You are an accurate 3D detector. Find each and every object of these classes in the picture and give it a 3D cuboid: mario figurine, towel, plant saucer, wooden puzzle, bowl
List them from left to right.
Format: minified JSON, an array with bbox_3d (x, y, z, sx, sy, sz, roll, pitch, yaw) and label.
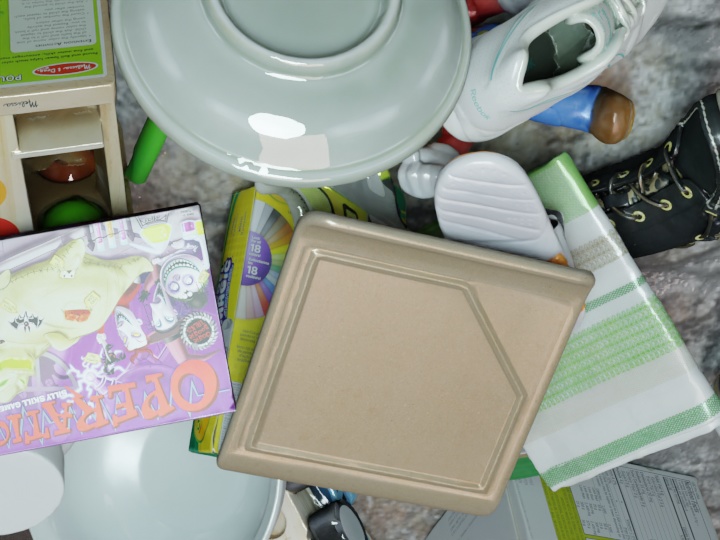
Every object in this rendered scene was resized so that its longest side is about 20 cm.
[{"bbox_3d":[-0.129,0.140,1.267,0.200,0.202,0.090,-30,165,16],"label":"bowl"},{"bbox_3d":[-0.034,-0.143,0.977,0.199,0.201,0.050,-2,156,-11],"label":"plant saucer"},{"bbox_3d":[0.024,0.058,1.101,0.184,0.037,0.201,12,122,-15],"label":"wooden puzzle"},{"bbox_3d":[0.074,-0.116,1.091,0.199,0.124,0.106,-2,147,-17],"label":"mario figurine"},{"bbox_3d":[0.132,0.035,1.184,0.149,0.031,0.201,-28,96,37],"label":"towel"}]

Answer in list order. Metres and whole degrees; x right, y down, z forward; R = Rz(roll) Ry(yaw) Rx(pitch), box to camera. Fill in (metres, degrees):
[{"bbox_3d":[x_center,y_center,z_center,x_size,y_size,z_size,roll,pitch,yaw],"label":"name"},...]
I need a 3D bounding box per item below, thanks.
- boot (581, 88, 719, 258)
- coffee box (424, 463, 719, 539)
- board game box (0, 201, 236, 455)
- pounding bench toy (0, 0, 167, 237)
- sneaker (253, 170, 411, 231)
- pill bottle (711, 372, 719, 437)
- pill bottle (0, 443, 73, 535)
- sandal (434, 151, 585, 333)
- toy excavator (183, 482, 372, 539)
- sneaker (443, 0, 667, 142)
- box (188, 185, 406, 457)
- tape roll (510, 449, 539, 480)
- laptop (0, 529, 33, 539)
[{"bbox_3d":[0.177,-0.048,1.172,0.153,0.074,0.204,-13,165,4],"label":"boot"},{"bbox_3d":[0.169,0.286,1.442,0.197,0.201,0.200,13,130,-25],"label":"coffee box"},{"bbox_3d":[-0.177,0.038,1.018,0.199,0.032,0.121,-11,99,-4],"label":"board game box"},{"bbox_3d":[-0.164,-0.084,1.059,0.199,0.125,0.156,-7,135,-6],"label":"pounding bench toy"},{"bbox_3d":[0.000,0.000,1.151,0.076,0.201,0.075,-28,180,-17],"label":"sneaker"},{"bbox_3d":[0.351,0.057,1.325,0.111,0.111,0.200,14,129,-25],"label":"pill bottle"},{"bbox_3d":[-0.229,0.060,1.129,0.110,0.201,0.111,-7,135,-7],"label":"pill bottle"},{"bbox_3d":[0.091,-0.022,1.106,0.079,0.059,0.207,-7,144,9],"label":"sandal"},{"bbox_3d":[-0.026,0.200,1.392,0.100,0.200,0.195,-29,89,16],"label":"toy excavator"},{"bbox_3d":[0.132,-0.141,1.046,0.071,0.200,0.080,55,151,-13],"label":"sneaker"},{"bbox_3d":[-0.038,0.030,1.186,0.117,0.201,0.048,15,170,-26],"label":"box"},{"bbox_3d":[0.115,0.072,1.330,0.199,0.048,0.201,-7,134,-7],"label":"tape roll"},{"bbox_3d":[-0.310,0.203,1.384,0.176,0.103,0.201,-22,109,7],"label":"laptop"}]
